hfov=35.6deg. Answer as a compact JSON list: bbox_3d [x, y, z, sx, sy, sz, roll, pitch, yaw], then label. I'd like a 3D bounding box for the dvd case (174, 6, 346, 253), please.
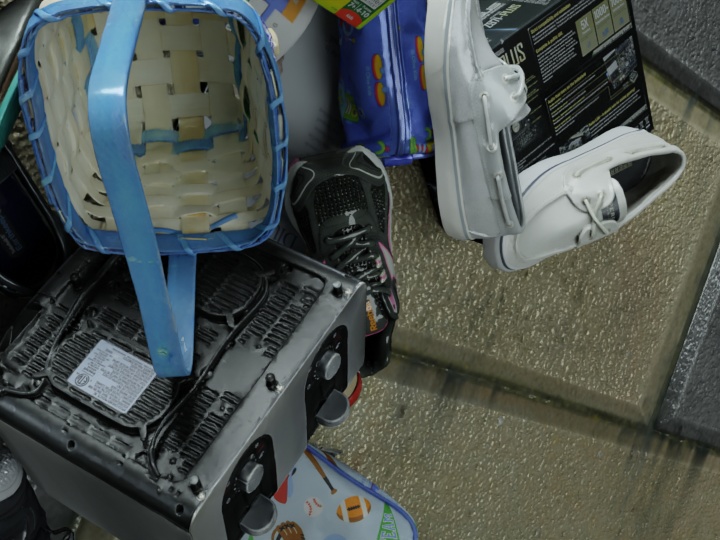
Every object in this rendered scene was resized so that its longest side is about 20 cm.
[{"bbox_3d":[-0.064,-0.104,0.817,0.142,0.017,0.203,28,85,-42],"label":"dvd case"}]

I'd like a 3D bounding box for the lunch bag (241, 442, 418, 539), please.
[{"bbox_3d":[-0.057,0.230,0.859,0.159,0.076,0.202,32,79,0],"label":"lunch bag"}]

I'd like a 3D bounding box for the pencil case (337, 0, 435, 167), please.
[{"bbox_3d":[0.015,-0.172,0.791,0.076,0.087,0.204,-6,113,-2],"label":"pencil case"}]

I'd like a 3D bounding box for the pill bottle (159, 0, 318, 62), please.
[{"bbox_3d":[-0.121,-0.213,0.673,0.199,0.111,0.113,33,83,-41],"label":"pill bottle"}]

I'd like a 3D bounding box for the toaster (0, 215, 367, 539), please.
[{"bbox_3d":[-0.115,0.063,0.671,0.182,0.197,0.120,-53,155,-31],"label":"toaster"}]

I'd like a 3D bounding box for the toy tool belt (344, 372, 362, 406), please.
[{"bbox_3d":[-0.100,0.094,0.777,0.199,0.125,0.124,-36,124,-10],"label":"toy tool belt"}]

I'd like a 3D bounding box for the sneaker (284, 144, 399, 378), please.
[{"bbox_3d":[0.000,0.000,0.810,0.079,0.087,0.202,-18,139,-2],"label":"sneaker"}]

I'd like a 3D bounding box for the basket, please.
[{"bbox_3d":[-0.107,-0.072,0.589,0.136,0.202,0.178,-1,135,1],"label":"basket"}]

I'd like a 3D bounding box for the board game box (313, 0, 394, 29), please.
[{"bbox_3d":[-0.043,-0.253,0.672,0.047,0.203,0.101,-32,153,26],"label":"board game box"}]

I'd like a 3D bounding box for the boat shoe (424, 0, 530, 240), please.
[{"bbox_3d":[0.085,-0.114,0.783,0.072,0.067,0.204,-53,141,-61],"label":"boat shoe"}]

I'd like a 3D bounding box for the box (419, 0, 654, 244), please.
[{"bbox_3d":[0.139,-0.144,0.928,0.199,0.086,0.166,-38,126,-24],"label":"box"}]

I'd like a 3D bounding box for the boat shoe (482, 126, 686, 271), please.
[{"bbox_3d":[0.182,-0.054,0.892,0.198,0.065,0.073,-27,120,-31],"label":"boat shoe"}]

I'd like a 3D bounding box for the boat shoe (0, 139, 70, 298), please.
[{"bbox_3d":[-0.236,-0.060,0.660,0.075,0.062,0.202,-42,125,-19],"label":"boat shoe"}]

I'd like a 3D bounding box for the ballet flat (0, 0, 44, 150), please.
[{"bbox_3d":[-0.219,-0.065,0.601,0.067,0.068,0.204,16,81,-16],"label":"ballet flat"}]

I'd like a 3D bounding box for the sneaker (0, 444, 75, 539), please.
[{"bbox_3d":[-0.268,0.216,0.708,0.200,0.075,0.115,-47,125,-22],"label":"sneaker"}]
